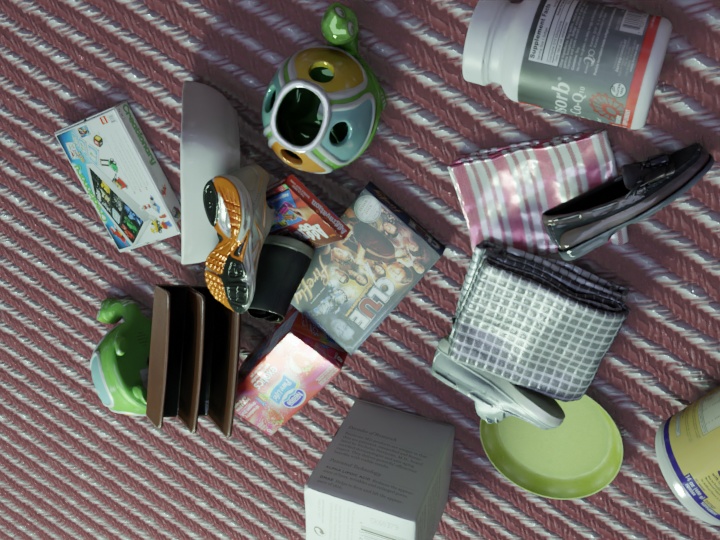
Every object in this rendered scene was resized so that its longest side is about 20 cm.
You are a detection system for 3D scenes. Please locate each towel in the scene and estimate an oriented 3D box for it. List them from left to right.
[{"bbox_3d":[0.215,0.066,1.141,0.198,0.086,0.167,20,130,5],"label":"towel"},{"bbox_3d":[0.215,-0.084,1.103,0.198,0.030,0.148,-7,116,28],"label":"towel"}]

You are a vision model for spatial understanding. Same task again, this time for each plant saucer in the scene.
[{"bbox_3d":[0.265,0.230,1.263,0.198,0.031,0.202,11,121,18],"label":"plant saucer"}]

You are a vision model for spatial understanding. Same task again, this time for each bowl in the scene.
[{"bbox_3d":[-0.196,-0.128,1.181,0.074,0.201,0.202,0,123,-11],"label":"bowl"}]

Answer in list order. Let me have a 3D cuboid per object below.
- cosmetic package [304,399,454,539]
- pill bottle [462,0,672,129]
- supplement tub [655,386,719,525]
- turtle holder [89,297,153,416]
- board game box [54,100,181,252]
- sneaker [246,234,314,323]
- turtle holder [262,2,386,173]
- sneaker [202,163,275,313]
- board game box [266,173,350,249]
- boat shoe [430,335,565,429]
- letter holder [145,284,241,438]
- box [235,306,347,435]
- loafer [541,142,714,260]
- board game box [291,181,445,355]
[{"bbox_3d":[0.030,0.328,1.322,0.163,0.200,0.166,13,123,16],"label":"cosmetic package"},{"bbox_3d":[0.217,-0.227,0.964,0.198,0.116,0.117,16,124,16],"label":"pill bottle"},{"bbox_3d":[0.470,0.199,1.080,0.145,0.146,0.200,42,127,-4],"label":"supplement tub"},{"bbox_3d":[-0.369,0.143,1.435,0.131,0.141,0.186,-24,108,38],"label":"turtle holder"},{"bbox_3d":[-0.348,-0.133,1.327,0.125,0.035,0.202,-13,112,29],"label":"board game box"},{"bbox_3d":[-0.149,0.010,1.238,0.074,0.107,0.199,29,164,-30],"label":"sneaker"},{"bbox_3d":[-0.039,-0.201,1.071,0.185,0.132,0.141,-41,90,21],"label":"turtle holder"},{"bbox_3d":[-0.139,-0.039,1.126,0.075,0.092,0.202,26,130,24],"label":"sneaker"},{"bbox_3d":[-0.096,-0.066,1.191,0.103,0.020,0.200,41,158,-17],"label":"board game box"},{"bbox_3d":[0.178,0.163,1.209,0.200,0.070,0.072,33,109,31],"label":"boat shoe"},{"bbox_3d":[-0.239,0.131,1.308,0.142,0.100,0.203,18,104,63],"label":"letter holder"},{"bbox_3d":[-0.103,0.138,1.329,0.095,0.100,0.200,37,127,-10],"label":"box"},{"bbox_3d":[0.296,-0.087,1.024,0.199,0.072,0.063,-35,102,23],"label":"loafer"},{"bbox_3d":[0.000,0.000,1.221,0.135,0.035,0.200,40,114,-2],"label":"board game box"}]
